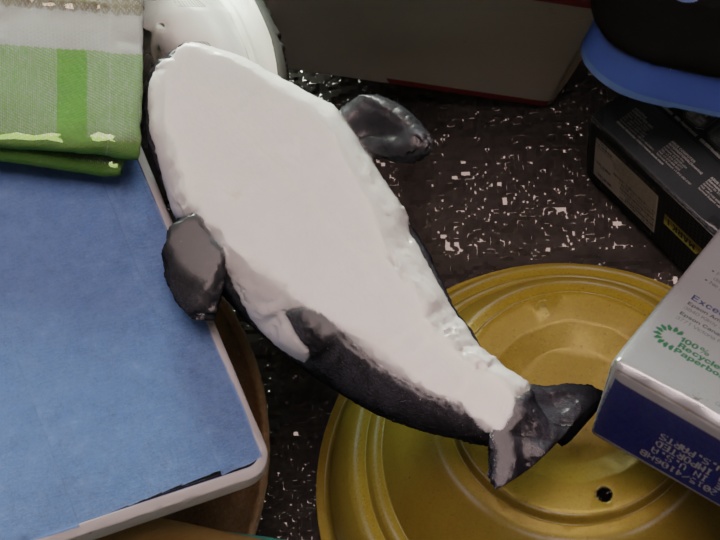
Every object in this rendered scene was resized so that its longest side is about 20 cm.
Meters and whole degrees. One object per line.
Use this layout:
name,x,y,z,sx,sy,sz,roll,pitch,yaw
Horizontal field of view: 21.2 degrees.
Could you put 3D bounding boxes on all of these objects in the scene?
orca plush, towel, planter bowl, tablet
orca plush,0.000,0.000,0.697,0.199,0.071,0.105,31,76,13
towel,-0.153,-0.128,0.717,0.148,0.031,0.201,4,62,-11
planter bowl,0.079,0.066,0.728,0.199,0.084,0.201,-2,61,3
tablet,-0.125,0.002,0.675,0.130,0.014,0.201,-16,69,-23

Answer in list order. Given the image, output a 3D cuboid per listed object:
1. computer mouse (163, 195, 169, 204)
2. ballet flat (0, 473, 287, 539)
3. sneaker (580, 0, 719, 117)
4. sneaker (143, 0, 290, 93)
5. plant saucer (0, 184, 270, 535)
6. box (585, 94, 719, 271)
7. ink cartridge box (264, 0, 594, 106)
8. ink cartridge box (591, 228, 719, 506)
computer mouse,-0.121,-0.006,0.800,0.199,0.044,0.110,-16,45,-2
ballet flat,-0.087,0.115,0.680,0.199,0.069,0.063,14,50,-20
sneaker,0.188,-0.096,0.739,0.199,0.078,0.070,8,43,-5
sneaker,-0.110,-0.103,0.771,0.115,0.076,0.201,-9,55,-30
plant saucer,-0.134,0.068,0.721,0.199,0.035,0.202,-1,93,-20
box,0.215,-0.031,0.791,0.157,0.051,0.200,-36,64,-15
ink cartridge box,0.026,-0.185,0.851,0.146,0.083,0.201,7,60,-12
ink cartridge box,0.211,0.040,0.684,0.196,0.043,0.200,30,43,17
